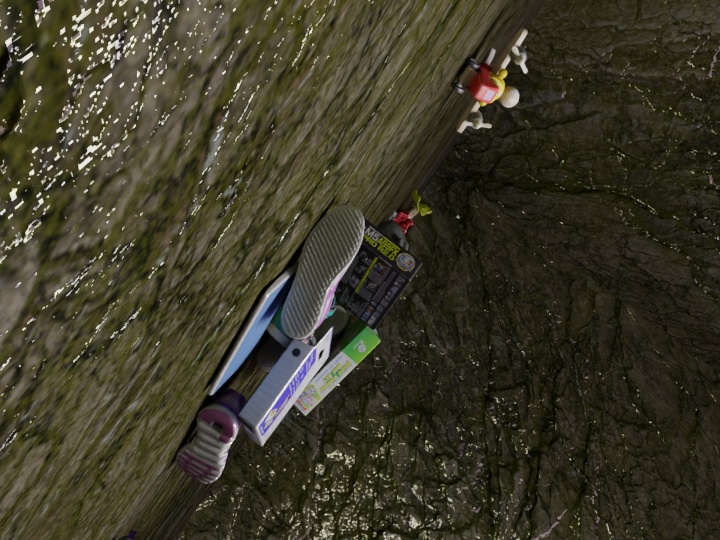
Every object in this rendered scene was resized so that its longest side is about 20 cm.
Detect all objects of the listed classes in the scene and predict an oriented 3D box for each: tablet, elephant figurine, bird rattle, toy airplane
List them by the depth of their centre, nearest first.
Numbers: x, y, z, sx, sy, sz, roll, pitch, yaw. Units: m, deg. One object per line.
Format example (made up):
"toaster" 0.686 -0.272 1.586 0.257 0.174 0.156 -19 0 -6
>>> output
"tablet" -0.152 0.082 0.956 0.202 0.014 0.130 -58 176 26
"toy airplane" 0.293 -0.416 1.480 0.201 0.140 0.200 -55 177 -15
"elephant figurine" 0.086 -0.062 2.103 0.140 0.156 0.201 -31 -164 23
"bird rattle" 0.186 -0.211 2.647 0.201 0.113 0.162 -51 -168 -25

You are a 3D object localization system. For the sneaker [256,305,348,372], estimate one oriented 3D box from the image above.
"sneaker" -0.110 0.145 1.296 0.197 0.075 0.082 -26 161 -17

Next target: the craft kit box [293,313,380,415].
"craft kit box" -0.051 0.171 1.307 0.200 0.049 0.198 -45 -169 3

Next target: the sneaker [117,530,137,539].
"sneaker" -0.408 0.512 1.047 0.202 0.074 0.088 -56 -178 8

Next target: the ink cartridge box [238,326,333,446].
"ink cartridge box" -0.122 0.188 1.108 0.201 0.043 0.199 -51 170 -21

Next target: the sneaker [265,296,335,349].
"sneaker" -0.092 0.078 1.160 0.121 0.083 0.200 -49 166 -1

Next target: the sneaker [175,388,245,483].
"sneaker" -0.239 0.270 1.096 0.202 0.080 0.089 -58 -177 34

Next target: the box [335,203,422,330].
"box" 0.000 0.000 1.122 0.044 0.159 0.201 -50 174 -33

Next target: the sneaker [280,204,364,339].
"sneaker" -0.054 0.002 0.969 0.203 0.072 0.114 -61 174 0
